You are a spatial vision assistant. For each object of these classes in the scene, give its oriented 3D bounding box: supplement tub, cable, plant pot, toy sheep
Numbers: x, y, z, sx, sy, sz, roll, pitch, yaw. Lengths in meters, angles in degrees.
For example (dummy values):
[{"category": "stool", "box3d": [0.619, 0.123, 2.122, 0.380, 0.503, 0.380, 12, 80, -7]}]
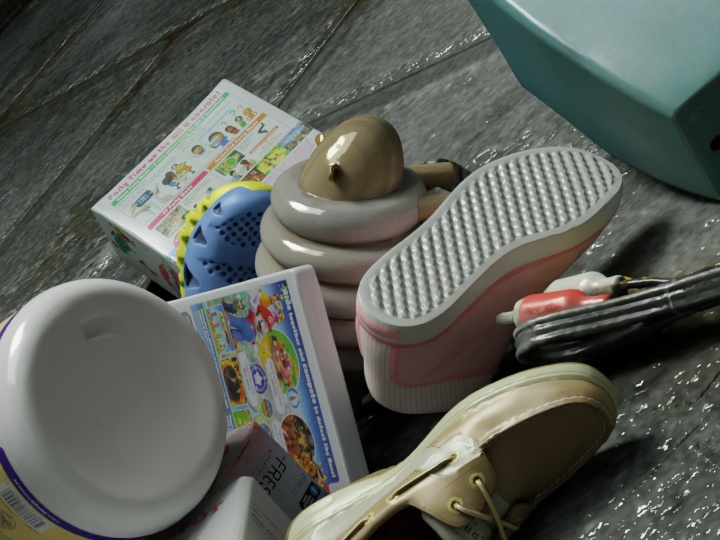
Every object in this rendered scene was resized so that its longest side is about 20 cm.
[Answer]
[{"category": "supplement tub", "box3d": [-0.184, 0.102, 1.200, 0.199, 0.145, 0.146, -30, 20, 47]}, {"category": "cable", "box3d": [0.152, 0.007, 1.115, 0.097, 0.051, 0.199, -6, -14, -41]}, {"category": "plant pot", "box3d": [0.177, -0.146, 1.255, 0.141, 0.141, 0.200, -41, 47, -1]}, {"category": "toy sheep", "box3d": [0.000, 0.000, 1.295, 0.136, 0.202, 0.138, 0, 23, 0]}]

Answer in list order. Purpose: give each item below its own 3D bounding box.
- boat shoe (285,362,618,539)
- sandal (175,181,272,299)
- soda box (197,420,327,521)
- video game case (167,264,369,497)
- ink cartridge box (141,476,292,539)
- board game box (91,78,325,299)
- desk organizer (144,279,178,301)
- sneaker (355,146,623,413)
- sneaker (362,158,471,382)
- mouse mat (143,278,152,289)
[{"category": "boat shoe", "box3d": [0.050, 0.122, 1.073, 0.199, 0.074, 0.067, -36, 31, 18]}, {"category": "sandal", "box3d": [-0.088, 0.036, 1.385, 0.087, 0.079, 0.201, 55, 135, 49]}, {"category": "soda box", "box3d": [-0.112, 0.161, 1.266, 0.199, 0.068, 0.064, -29, 21, 45]}, {"category": "video game case", "box3d": [-0.072, 0.082, 1.293, 0.018, 0.145, 0.199, -15, 1, -37]}, {"category": "ink cartridge box", "box3d": [-0.098, 0.218, 1.103, 0.145, 0.088, 0.200, -34, 21, 16]}, {"category": "board game box", "box3d": [-0.075, -0.036, 1.522, 0.199, 0.064, 0.148, 32, 69, 36]}, {"category": "desk organizer", "box3d": [-0.114, 0.025, 1.583, 0.071, 0.077, 0.201, -23, 25, 41]}, {"category": "sneaker", "box3d": [0.073, 0.010, 1.231, 0.075, 0.105, 0.200, 34, 54, 30]}, {"category": "sneaker", "box3d": [0.012, 0.021, 1.405, 0.200, 0.077, 0.089, -46, -12, -10]}, {"category": "mouse mat", "box3d": [-0.192, 0.062, 1.653, 0.201, 0.007, 0.161, -59, -1, -39]}]
